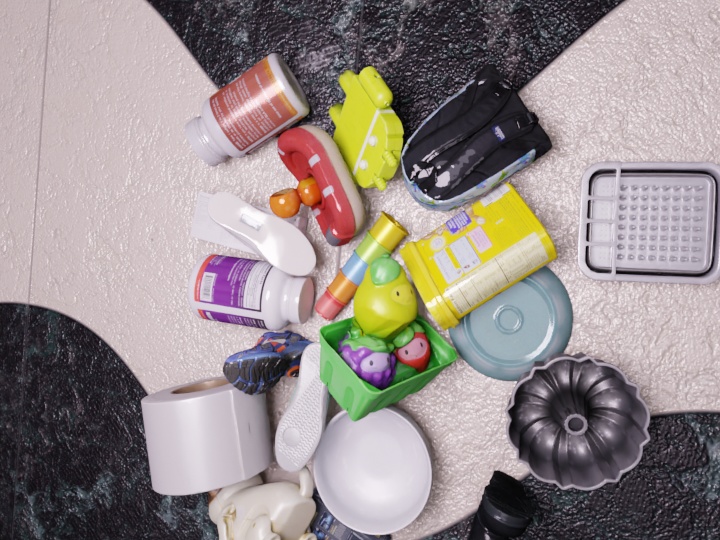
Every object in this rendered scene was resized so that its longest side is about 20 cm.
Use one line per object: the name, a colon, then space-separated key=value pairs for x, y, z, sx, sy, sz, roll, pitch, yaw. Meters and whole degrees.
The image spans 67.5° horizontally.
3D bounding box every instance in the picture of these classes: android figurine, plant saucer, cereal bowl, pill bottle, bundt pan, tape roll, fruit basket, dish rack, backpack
android figurine: x=0.006 y=-0.215 z=0.847 sx=0.202 sy=0.040 sz=0.183 roll=65 pitch=146 yaw=29
plant saucer: x=0.233 y=0.076 z=0.848 sx=0.196 sy=0.036 sz=0.205 roll=0 pitch=90 yaw=15
cereal bowl: x=0.026 y=0.311 z=0.880 sx=0.196 sy=0.083 sz=0.205 roll=0 pitch=91 yaw=15
pill bottle: x=-0.194 y=-0.265 z=0.914 sx=0.198 sy=0.112 sz=0.114 roll=-29 pitch=84 yaw=12
bundt pan: x=0.312 y=0.211 z=0.798 sx=0.197 sy=0.076 sz=0.207 roll=2 pitch=102 yaw=12
tape roll: x=-0.249 y=0.260 z=0.890 sx=0.198 sy=0.202 sz=0.142 roll=-10 pitch=88 yaw=14
fruit basket: x=0.043 y=0.092 z=0.795 sx=0.155 sy=0.215 sz=0.217 roll=44 pitch=101 yaw=31
dish rack: x=0.423 y=-0.069 z=0.793 sx=0.196 sy=0.043 sz=0.176 roll=3 pitch=91 yaw=15
pill bottle: x=-0.183 y=0.038 z=0.915 sx=0.196 sy=0.112 sz=0.115 roll=8 pitch=93 yaw=14
backpack: x=0.155 y=-0.177 z=0.821 sx=0.199 sy=0.154 sz=0.164 roll=-38 pitch=85 yaw=-10

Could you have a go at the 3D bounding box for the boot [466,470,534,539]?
boot: x=0.188 y=0.395 z=0.786 sx=0.072 sy=0.198 sz=0.165 roll=21 pitch=89 yaw=16

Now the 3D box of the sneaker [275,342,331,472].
sneaker: x=-0.073 y=0.220 z=0.881 sx=0.072 sy=0.118 sz=0.204 roll=15 pitch=85 yaw=14

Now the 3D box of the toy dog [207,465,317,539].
toy dog: x=-0.177 y=0.392 z=0.883 sx=0.197 sy=0.138 sz=0.198 roll=11 pitch=85 yaw=40

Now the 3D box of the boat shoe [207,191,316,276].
boat shoe: x=-0.159 y=-0.055 z=0.879 sx=0.197 sy=0.069 sz=0.073 roll=26 pitch=84 yaw=0

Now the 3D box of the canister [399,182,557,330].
canister: x=0.175 y=-0.024 z=0.817 sx=0.198 sy=0.087 sz=0.150 roll=-33 pitch=52 yaw=11

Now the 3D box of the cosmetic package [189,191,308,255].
cosmetic package: x=-0.196 y=-0.076 z=0.948 sx=0.196 sy=0.051 sz=0.084 roll=16 pitch=97 yaw=13

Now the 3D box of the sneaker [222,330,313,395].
sneaker: x=-0.152 y=0.142 z=0.874 sx=0.078 sy=0.199 sz=0.076 roll=33 pitch=106 yaw=26

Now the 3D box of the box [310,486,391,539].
box: x=-0.061 y=0.499 z=0.921 sx=0.156 sy=0.051 sz=0.203 roll=29 pitch=98 yaw=12

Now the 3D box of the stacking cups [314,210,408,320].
stacking cups: x=0.000 y=0.000 z=0.900 sx=0.060 sy=0.060 sz=0.201 roll=39 pitch=103 yaw=11

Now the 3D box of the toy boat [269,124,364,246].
toy boat: x=-0.086 y=-0.127 z=0.865 sx=0.129 sy=0.131 sz=0.203 roll=-23 pitch=83 yaw=-19
